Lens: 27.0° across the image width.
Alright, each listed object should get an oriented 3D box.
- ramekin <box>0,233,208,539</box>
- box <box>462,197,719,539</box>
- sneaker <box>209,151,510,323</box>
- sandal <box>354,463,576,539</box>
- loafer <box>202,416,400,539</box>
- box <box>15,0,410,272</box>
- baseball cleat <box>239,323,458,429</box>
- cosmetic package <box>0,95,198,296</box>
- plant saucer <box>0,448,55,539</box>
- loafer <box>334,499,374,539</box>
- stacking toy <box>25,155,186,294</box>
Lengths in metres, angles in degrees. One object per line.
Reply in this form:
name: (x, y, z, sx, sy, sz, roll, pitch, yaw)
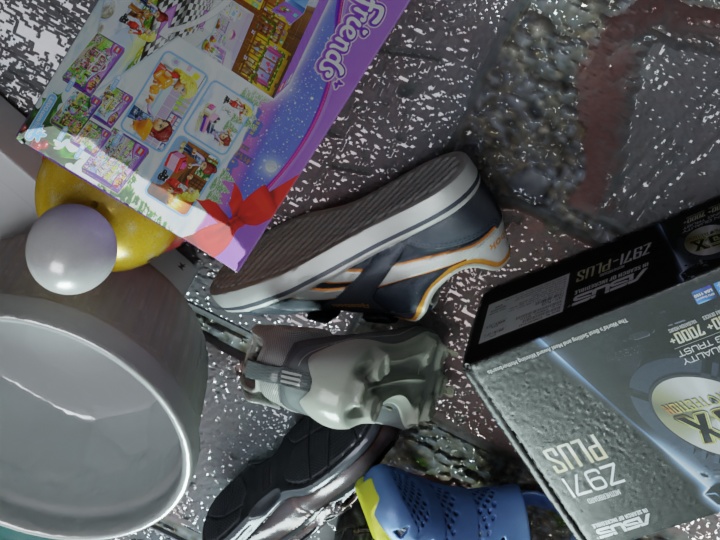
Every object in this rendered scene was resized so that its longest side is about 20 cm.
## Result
ramekin: (-0.191, 0.068, 0.953, 0.200, 0.105, 0.200, 6, 132, 7)
box: (0.191, 0.064, 0.925, 0.200, 0.086, 0.164, -23, 114, 27)
sneaker: (0.000, 0.000, 0.941, 0.200, 0.078, 0.079, -21, 118, 29)
sandal: (0.076, 0.168, 1.009, 0.087, 0.080, 0.200, -39, 138, 21)
loafer: (-0.033, 0.150, 1.061, 0.063, 0.072, 0.200, 31, 130, -26)
box: (-0.070, -0.118, 0.790, 0.137, 0.039, 0.200, 32, 97, -10)
baseball cleat: (-0.010, 0.057, 0.933, 0.106, 0.200, 0.070, 15, 89, 19)
cosmetic package: (-0.233, -0.013, 1.013, 0.200, 0.052, 0.151, 42, 121, -13)
plant saucer: (-0.279, 0.144, 1.105, 0.200, 0.036, 0.200, 20, 145, 15)
loafer: (-0.001, 0.245, 1.102, 0.073, 0.072, 0.200, 8, 124, 9)
stacking toy: (-0.143, -0.045, 0.877, 0.146, 0.200, 0.146, 7, 124, 11)
